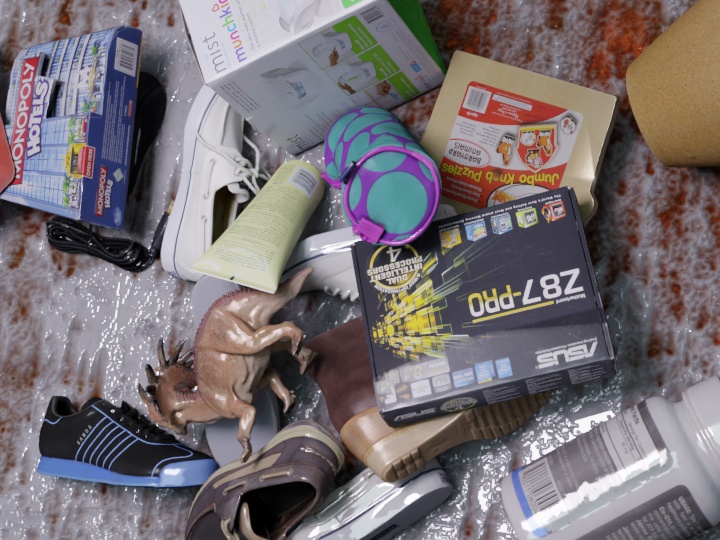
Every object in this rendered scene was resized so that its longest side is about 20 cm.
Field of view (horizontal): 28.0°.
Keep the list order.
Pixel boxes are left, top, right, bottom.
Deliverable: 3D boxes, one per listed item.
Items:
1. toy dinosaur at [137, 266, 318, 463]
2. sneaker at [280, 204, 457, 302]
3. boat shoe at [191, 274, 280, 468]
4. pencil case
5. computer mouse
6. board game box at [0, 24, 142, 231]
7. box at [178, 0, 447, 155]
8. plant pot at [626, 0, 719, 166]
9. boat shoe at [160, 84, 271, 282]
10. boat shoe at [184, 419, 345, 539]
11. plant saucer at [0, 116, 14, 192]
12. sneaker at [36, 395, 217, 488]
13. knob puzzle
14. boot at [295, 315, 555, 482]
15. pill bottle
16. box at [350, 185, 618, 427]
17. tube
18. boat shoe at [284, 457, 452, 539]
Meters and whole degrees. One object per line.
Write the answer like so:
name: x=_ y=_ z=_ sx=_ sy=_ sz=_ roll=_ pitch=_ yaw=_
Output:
toy dinosaur: x=-0.119 y=0.074 z=1.253 sx=0.135 sy=0.086 sz=0.201 roll=28 pitch=101 yaw=14
sneaker: x=0.000 y=0.000 z=1.309 sx=0.199 sy=0.073 sz=0.071 roll=-18 pitch=73 yaw=23
boat shoe: x=-0.110 y=0.093 z=1.332 sx=0.070 sy=0.070 sz=0.202 roll=-9 pitch=100 yaw=15
pencil case: x=0.014 y=-0.086 z=1.261 sx=0.085 sy=0.200 sz=0.092 roll=42 pitch=98 yaw=-15
computer mouse: x=-0.234 y=-0.101 z=1.436 sx=0.140 sy=0.046 sz=0.201 roll=22 pitch=86 yaw=24
board game box: x=-0.312 y=-0.136 z=1.432 sx=0.199 sy=0.061 sz=0.202 roll=-3 pitch=78 yaw=38
box: x=-0.037 y=-0.205 z=1.306 sx=0.175 sy=0.200 sz=0.097 roll=-24 pitch=70 yaw=14
plant pot: x=0.326 y=-0.166 z=1.181 sx=0.199 sy=0.186 sz=0.188 roll=-21 pitch=71 yaw=28
boat shoe: x=-0.126 y=-0.086 z=1.375 sx=0.085 sy=0.074 sz=0.204 roll=12 pitch=85 yaw=28
boat shoe: x=-0.095 y=0.205 z=1.254 sx=0.074 sy=0.073 sz=0.200 roll=38 pitch=124 yaw=-11
plant saucer: x=-0.442 y=-0.121 z=1.475 sx=0.199 sy=0.037 sz=0.201 roll=-38 pitch=57 yaw=28
sneaker: x=-0.220 y=0.160 z=1.353 sx=0.198 sy=0.070 sz=0.079 roll=2 pitch=84 yaw=25
knob puzzle: x=0.130 y=-0.080 z=1.304 sx=0.218 sy=0.030 sz=0.222 roll=-5 pitch=80 yaw=32
boot: x=0.058 y=0.083 z=1.272 sx=0.199 sy=0.073 sz=0.167 roll=-25 pitch=49 yaw=-12
pill bottle: x=0.224 y=0.173 z=1.168 sx=0.199 sy=0.114 sz=0.114 roll=-30 pitch=69 yaw=11
box: x=0.101 y=0.030 z=1.208 sx=0.198 sy=0.049 sz=0.162 roll=-13 pitch=65 yaw=9
tube: x=-0.084 y=-0.037 z=1.293 sx=0.058 sy=0.200 sz=0.052 roll=-25 pitch=108 yaw=26
boat shoe: x=-0.017 y=0.216 z=1.270 sx=0.199 sy=0.072 sz=0.066 roll=-34 pitch=64 yaw=9
